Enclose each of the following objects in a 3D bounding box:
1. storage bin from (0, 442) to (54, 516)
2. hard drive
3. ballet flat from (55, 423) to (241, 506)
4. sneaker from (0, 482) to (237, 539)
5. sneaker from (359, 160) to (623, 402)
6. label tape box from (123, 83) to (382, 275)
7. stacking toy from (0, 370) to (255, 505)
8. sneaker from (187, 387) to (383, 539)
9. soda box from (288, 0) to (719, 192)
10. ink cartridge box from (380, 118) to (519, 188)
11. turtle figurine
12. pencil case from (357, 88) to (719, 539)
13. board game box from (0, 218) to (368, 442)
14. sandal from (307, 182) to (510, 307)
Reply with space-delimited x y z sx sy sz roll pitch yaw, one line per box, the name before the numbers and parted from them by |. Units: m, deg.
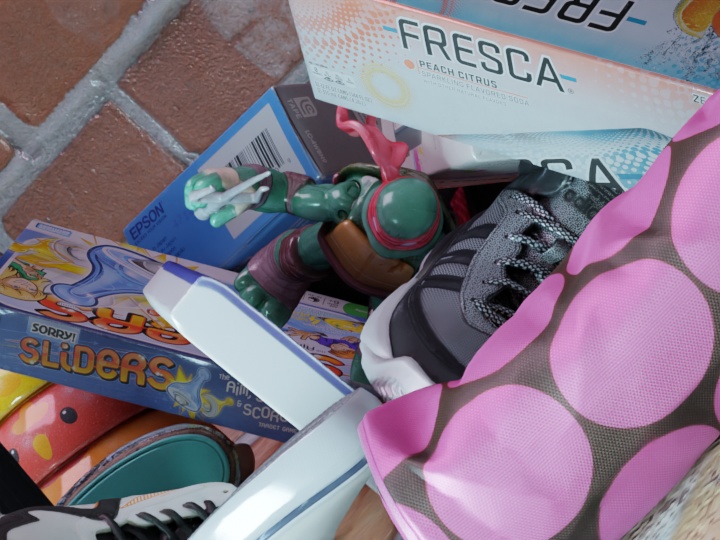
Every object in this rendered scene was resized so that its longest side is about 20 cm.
storage bin | -0.185 0.140 0.978 0.094 0.200 0.135 -32 25 10
hard drive | -0.030 0.047 0.957 0.025 0.132 0.200 -51 8 -4
ballet flat | -0.135 0.154 1.121 0.200 0.074 0.074 -44 7 -2
sneaker | -0.087 0.116 0.937 0.080 0.074 0.200 -35 -17 23
sneaker | 0.067 -0.001 0.869 0.114 0.075 0.200 -48 5 21
label tape box | -0.016 -0.046 1.303 0.143 0.066 0.200 -41 -17 35
stacking toy | -0.167 0.077 1.238 0.146 0.200 0.146 -38 -9 -7
sneaker | -0.039 0.126 0.842 0.200 0.071 0.073 -51 -4 28
soda box | 0.071 -0.083 0.848 0.064 0.200 0.068 -52 -35 -30
ink cartridge box | 0.077 -0.077 1.045 0.117 0.067 0.200 -6 -1 -12
turtle figurine | 0.000 0.000 1.014 0.101 0.150 0.200 -39 -5 -13
pencil case | 0.084 0.012 0.693 0.200 0.091 0.094 -46 43 1
board game box | -0.093 0.033 1.171 0.135 0.200 0.035 -72 -4 -71
sandal | 0.029 -0.017 1.201 0.200 0.075 0.045 -52 1 35
